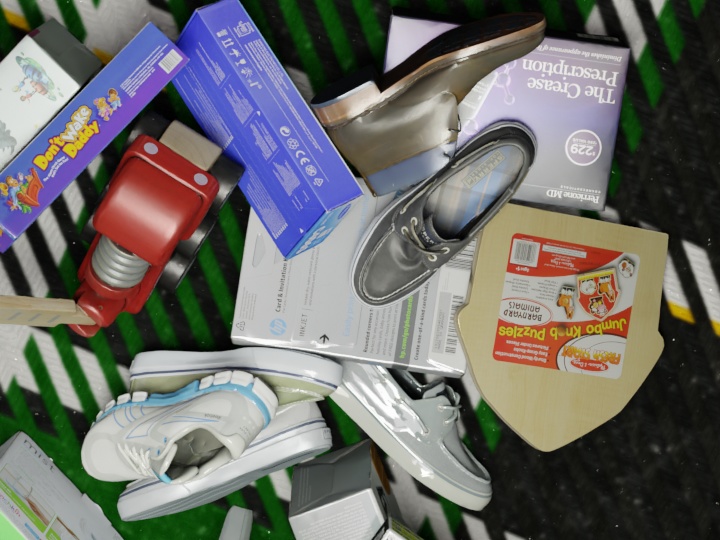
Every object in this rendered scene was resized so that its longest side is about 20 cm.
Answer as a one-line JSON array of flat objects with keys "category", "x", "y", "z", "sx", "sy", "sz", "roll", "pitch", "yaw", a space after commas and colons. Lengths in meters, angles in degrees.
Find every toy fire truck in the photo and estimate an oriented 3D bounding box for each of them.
[{"category": "toy fire truck", "x": -0.208, "y": -0.017, "z": 1.639, "sx": 0.129, "sy": 0.200, "sz": 0.176, "roll": 32, "pitch": 136, "yaw": -2}]

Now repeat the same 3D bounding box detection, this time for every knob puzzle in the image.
[{"category": "knob puzzle", "x": 0.165, "y": 0.053, "z": 1.717, "sx": 0.219, "sy": 0.030, "sz": 0.220, "roll": -2, "pitch": 94, "yaw": -22}]

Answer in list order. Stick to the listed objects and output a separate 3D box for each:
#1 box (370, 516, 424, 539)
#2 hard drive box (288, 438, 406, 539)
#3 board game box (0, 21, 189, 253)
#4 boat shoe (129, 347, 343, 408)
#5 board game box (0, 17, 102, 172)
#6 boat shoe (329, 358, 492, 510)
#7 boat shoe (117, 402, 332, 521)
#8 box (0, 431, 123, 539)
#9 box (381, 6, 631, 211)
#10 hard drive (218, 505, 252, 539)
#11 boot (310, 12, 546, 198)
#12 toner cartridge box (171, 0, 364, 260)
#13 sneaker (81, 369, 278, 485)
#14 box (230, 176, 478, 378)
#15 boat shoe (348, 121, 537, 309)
[{"category": "box", "x": 0.009, "y": 0.312, "z": 1.645, "sx": 0.110, "sy": 0.035, "sz": 0.200, "roll": 35, "pitch": 99, "yaw": -6}, {"category": "hard drive box", "x": 0.010, "y": 0.265, "z": 1.733, "sx": 0.077, "sy": 0.156, "sz": 0.200, "roll": -20, "pitch": 101, "yaw": 4}, {"category": "board game box", "x": -0.232, "y": -0.106, "z": 1.641, "sx": 0.045, "sy": 0.134, "sz": 0.200, "roll": 44, "pitch": 76, "yaw": -7}, {"category": "boat shoe", "x": -0.107, "y": 0.104, "z": 1.722, "sx": 0.200, "sy": 0.072, "sz": 0.062, "roll": -3, "pitch": 71, "yaw": 27}, {"category": "board game box", "x": -0.308, "y": -0.110, "z": 1.670, "sx": 0.064, "sy": 0.148, "sz": 0.200, "roll": 42, "pitch": 99, "yaw": -8}, {"category": "boat shoe", "x": 0.048, "y": 0.123, "z": 1.745, "sx": 0.201, "sy": 0.070, "sz": 0.072, "roll": 42, "pitch": 105, "yaw": -3}, {"category": "boat shoe", "x": -0.123, "y": 0.158, "z": 1.768, "sx": 0.200, "sy": 0.074, "sz": 0.067, "roll": -21, "pitch": 75, "yaw": 4}, {"category": "box", "x": -0.272, "y": 0.257, "z": 1.728, "sx": 0.097, "sy": 0.176, "sz": 0.200, "roll": -40, "pitch": 98, "yaw": 8}, {"category": "box", "x": 0.114, "y": -0.135, "z": 1.690, "sx": 0.200, "sy": 0.079, "sz": 0.141, "roll": 7, "pitch": 104, "yaw": 0}, {"category": "hard drive", "x": -0.126, "y": 0.292, "z": 1.718, "sx": 0.026, "sy": 0.200, "sz": 0.132, "roll": 17, "pitch": 101, "yaw": -3}, {"category": "boot", "x": 0.069, "y": -0.134, "z": 1.624, "sx": 0.200, "sy": 0.075, "sz": 0.097, "roll": -20, "pitch": 110, "yaw": 16}, {"category": "toner cartridge box", "x": -0.082, "y": -0.117, "z": 1.660, "sx": 0.043, "sy": 0.095, "sz": 0.200, "roll": -27, "pitch": 80, "yaw": -32}, {"category": "sneaker", "x": -0.164, "y": 0.145, "z": 1.677, "sx": 0.200, "sy": 0.087, "sz": 0.075, "roll": -22, "pitch": 118, "yaw": 34}, {"category": "box", "x": 0.000, "y": 0.000, "z": 1.712, "sx": 0.200, "sy": 0.041, "sz": 0.156, "roll": 8, "pitch": 80, "yaw": -1}, {"category": "boat shoe", "x": 0.066, "y": -0.040, "z": 1.640, "sx": 0.200, "sy": 0.066, "sz": 0.070, "roll": -41, "pitch": 98, "yaw": 11}]
